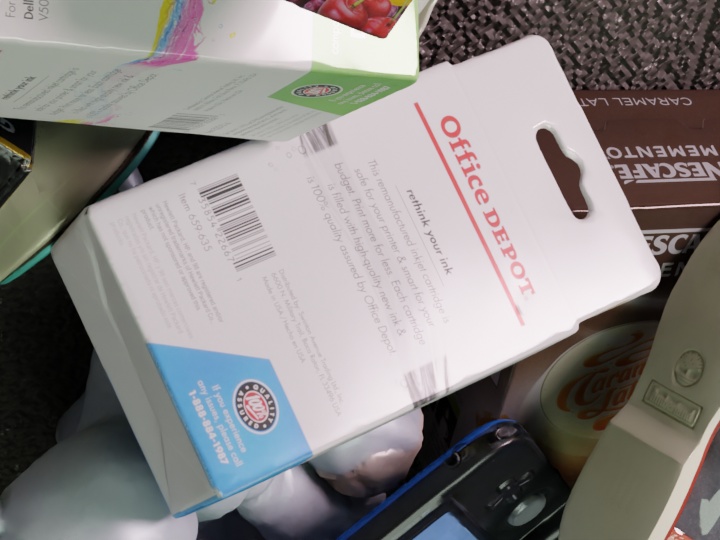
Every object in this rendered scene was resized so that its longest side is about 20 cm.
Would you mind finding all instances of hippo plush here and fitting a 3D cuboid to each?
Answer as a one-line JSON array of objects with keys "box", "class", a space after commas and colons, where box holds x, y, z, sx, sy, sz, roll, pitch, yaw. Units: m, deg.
[{"box": [-0.068, 0.089, 0.905, 0.159, 0.161, 0.200, 19, 133, 5], "class": "hippo plush"}]

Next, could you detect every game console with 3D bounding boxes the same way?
[{"box": [0.033, 0.181, 0.942, 0.200, 0.118, 0.171, -39, 155, 0], "class": "game console"}]

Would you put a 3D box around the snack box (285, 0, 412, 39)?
[{"box": [0.002, -0.186, 0.673, 0.053, 0.200, 0.142, 16, 126, -29], "class": "snack box"}]

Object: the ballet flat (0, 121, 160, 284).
[{"box": [-0.160, -0.015, 0.881, 0.069, 0.070, 0.200, 29, 118, -37], "class": "ballet flat"}]

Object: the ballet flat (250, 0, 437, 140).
[{"box": [0.016, -0.125, 0.842, 0.069, 0.069, 0.200, 17, 129, -31], "class": "ballet flat"}]

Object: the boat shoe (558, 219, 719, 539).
[{"box": [0.153, 0.047, 0.901, 0.063, 0.071, 0.200, 26, 96, -38], "class": "boat shoe"}]

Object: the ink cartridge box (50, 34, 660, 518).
[{"box": [0.000, 0.000, 0.855, 0.200, 0.116, 0.067, -23, 174, -23], "class": "ink cartridge box"}]

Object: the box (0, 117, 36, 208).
[{"box": [-0.240, -0.046, 0.800, 0.200, 0.049, 0.160, 34, 114, -23], "class": "box"}]

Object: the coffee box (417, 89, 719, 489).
[{"box": [0.101, 0.022, 0.988, 0.114, 0.080, 0.200, -3, 133, -18], "class": "coffee box"}]

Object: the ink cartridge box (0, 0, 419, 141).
[{"box": [-0.094, -0.090, 0.731, 0.200, 0.067, 0.117, 3, 172, -24], "class": "ink cartridge box"}]
